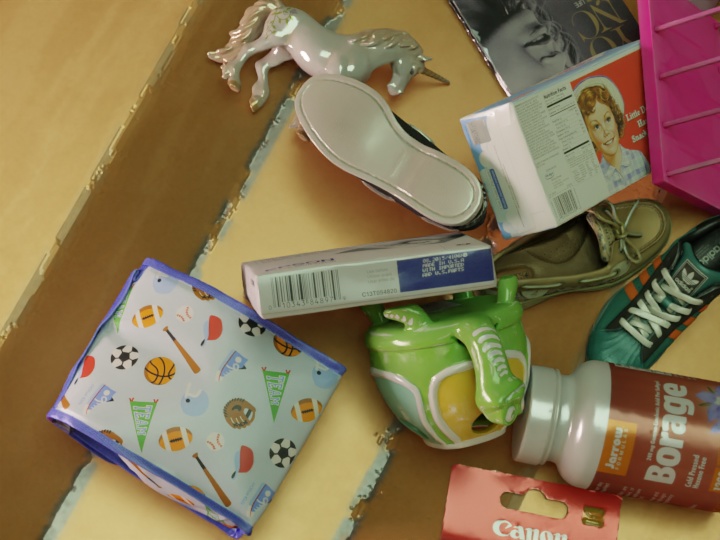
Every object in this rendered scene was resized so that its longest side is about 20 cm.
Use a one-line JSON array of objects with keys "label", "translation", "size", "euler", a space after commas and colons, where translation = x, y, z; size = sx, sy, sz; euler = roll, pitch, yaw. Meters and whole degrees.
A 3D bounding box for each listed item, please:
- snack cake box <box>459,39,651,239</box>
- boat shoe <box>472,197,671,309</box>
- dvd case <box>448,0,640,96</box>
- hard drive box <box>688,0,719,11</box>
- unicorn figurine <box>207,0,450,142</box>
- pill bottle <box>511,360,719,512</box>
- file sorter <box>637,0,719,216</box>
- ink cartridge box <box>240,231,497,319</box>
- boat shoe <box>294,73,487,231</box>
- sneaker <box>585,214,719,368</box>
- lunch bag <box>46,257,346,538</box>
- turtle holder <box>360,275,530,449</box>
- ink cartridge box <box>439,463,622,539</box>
[{"label": "snack cake box", "translation": [0.189, -0.118, 1.599], "size": [0.200, 0.067, 0.115], "euler": [-27, 99, -42]}, {"label": "boat shoe", "translation": [0.196, -0.016, 1.632], "size": [0.199, 0.063, 0.074], "euler": [-24, 76, -12]}, {"label": "dvd case", "translation": [0.193, -0.215, 1.717], "size": [0.148, 0.016, 0.201], "euler": [-28, 78, -13]}, {"label": "hard drive box", "translation": [0.336, -0.365, 1.704], "size": [0.076, 0.156, 0.201], "euler": [17, 72, 0]}, {"label": "unicorn figurine", "translation": [-0.032, -0.187, 1.657], "size": [0.200, 0.074, 0.138], "euler": [35, 77, 3]}, {"label": "pill bottle", "translation": [0.236, 0.140, 1.563], "size": [0.199, 0.112, 0.113], "euler": [10, 72, -2]}, {"label": "file sorter", "translation": [0.343, -0.169, 1.629], "size": [0.125, 0.139, 0.201], "euler": [-15, 69, 35]}, {"label": "ink cartridge box", "translation": [0.000, 0.000, 1.538], "size": [0.199, 0.200, 0.041], "euler": [-8, 95, -8]}, {"label": "boat shoe", "translation": [0.028, -0.101, 1.581], "size": [0.200, 0.060, 0.074], "euler": [33, 86, 18]}, {"label": "sneaker", "translation": [0.277, 0.019, 1.619], "size": [0.071, 0.080, 0.200], "euler": [41, 74, 6]}, {"label": "lunch bag", "translation": [-0.142, 0.106, 1.534], "size": [0.199, 0.124, 0.170], "euler": [31, 74, -4]}, {"label": "turtle holder", "translation": [0.091, 0.079, 1.538], "size": [0.141, 0.185, 0.132], "euler": [-18, 100, -46]}, {"label": "ink cartridge box", "translation": [0.142, 0.273, 1.549], "size": [0.160, 0.050, 0.201], "euler": [11, 75, -2]}]
